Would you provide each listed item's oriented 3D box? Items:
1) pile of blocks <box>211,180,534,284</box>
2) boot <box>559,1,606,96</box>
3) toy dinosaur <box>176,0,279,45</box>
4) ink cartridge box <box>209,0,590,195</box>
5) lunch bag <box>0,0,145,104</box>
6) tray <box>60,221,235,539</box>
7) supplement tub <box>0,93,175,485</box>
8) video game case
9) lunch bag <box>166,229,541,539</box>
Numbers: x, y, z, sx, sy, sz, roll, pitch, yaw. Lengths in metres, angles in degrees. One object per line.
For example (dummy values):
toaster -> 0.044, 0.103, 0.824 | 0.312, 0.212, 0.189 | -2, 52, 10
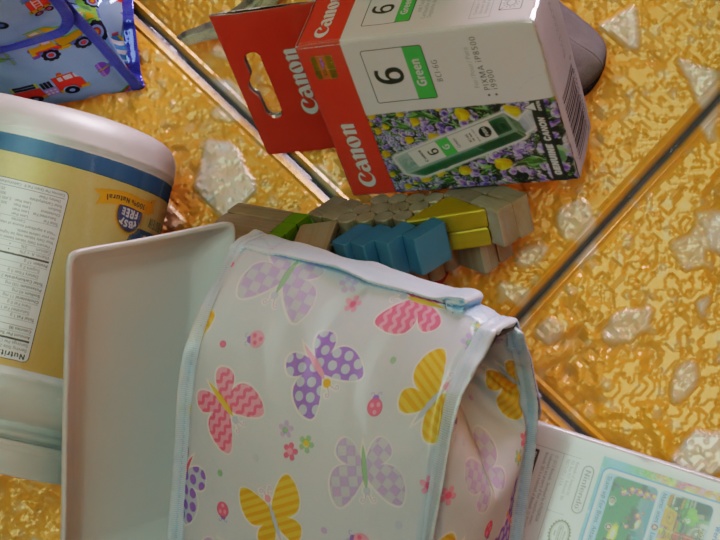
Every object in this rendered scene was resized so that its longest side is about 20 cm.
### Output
pile of blocks -> 0.000, 0.000, 0.991 | 0.199, 0.082, 0.062 | -6, 119, 18
boot -> 0.064, -0.174, 0.949 | 0.200, 0.132, 0.070 | 29, 59, -6
toy dinosaur -> -0.018, -0.195, 1.046 | 0.088, 0.047, 0.200 | 36, 94, 21
ink cartridge box -> 0.017, -0.097, 0.971 | 0.199, 0.109, 0.050 | -4, 43, 22
lunch bag -> -0.231, -0.158, 1.011 | 0.150, 0.200, 0.094 | -9, 78, 13
tray -> -0.121, 0.073, 0.966 | 0.022, 0.107, 0.201 | 25, 118, 43
supplement tub -> -0.194, 0.011, 1.004 | 0.144, 0.145, 0.201 | 11, 84, 16
video game case -> 0.128, 0.196, 0.954 | 0.181, 0.024, 0.201 | 17, 85, 16
lunch bag -> 0.000, 0.091, 0.918 | 0.169, 0.127, 0.201 | 14, 110, 29
